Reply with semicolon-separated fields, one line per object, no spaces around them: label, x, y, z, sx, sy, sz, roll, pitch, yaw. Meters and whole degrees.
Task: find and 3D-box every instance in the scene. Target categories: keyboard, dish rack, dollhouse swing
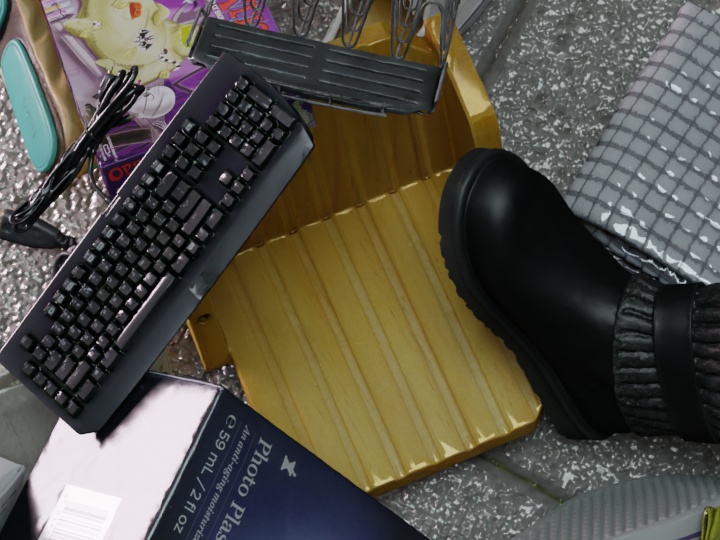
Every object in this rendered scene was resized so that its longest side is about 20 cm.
keyboard;-0.121;-0.028;1.285;0.127;0.021;0.200;39;94;26
dish rack;-0.012;-0.160;1.360;0.152;0.055;0.200;11;39;2
dollhouse swing;0.000;0.000;1.399;0.199;0.182;0.176;-21;52;-6

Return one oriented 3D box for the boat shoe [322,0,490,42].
boat shoe;0.029;-0.166;1.497;0.071;0.070;0.200;34;76;12

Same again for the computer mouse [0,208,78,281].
computer mouse;-0.248;0.022;1.453;0.199;0.046;0.141;11;74;5

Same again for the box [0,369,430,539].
box;-0.085;0.184;1.304;0.123;0.198;0.201;8;66;47

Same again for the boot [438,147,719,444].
boot;0.149;0.015;1.345;0.157;0.211;0.080;1;48;43

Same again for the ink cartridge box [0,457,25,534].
ink cartridge box;-0.274;0.174;1.325;0.145;0.201;0.088;21;29;10

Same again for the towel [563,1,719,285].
towel;0.231;-0.037;1.443;0.199;0.086;0.166;31;69;8

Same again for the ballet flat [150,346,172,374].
ballet flat;-0.153;0.071;1.407;0.075;0.068;0.200;32;96;-28

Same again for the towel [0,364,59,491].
towel;-0.167;0.137;1.370;0.132;0.034;0.201;-19;110;-4

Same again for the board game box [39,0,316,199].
board game box;-0.109;-0.128;1.393;0.119;0.032;0.200;-18;44;-8

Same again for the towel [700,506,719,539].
towel;0.179;0.233;1.341;0.018;0.086;0.201;4;60;26

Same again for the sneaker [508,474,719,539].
sneaker;0.131;0.191;1.386;0.200;0.073;0.115;-23;110;-25

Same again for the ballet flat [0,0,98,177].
ballet flat;-0.196;-0.145;1.509;0.063;0.069;0.201;-13;72;-32
